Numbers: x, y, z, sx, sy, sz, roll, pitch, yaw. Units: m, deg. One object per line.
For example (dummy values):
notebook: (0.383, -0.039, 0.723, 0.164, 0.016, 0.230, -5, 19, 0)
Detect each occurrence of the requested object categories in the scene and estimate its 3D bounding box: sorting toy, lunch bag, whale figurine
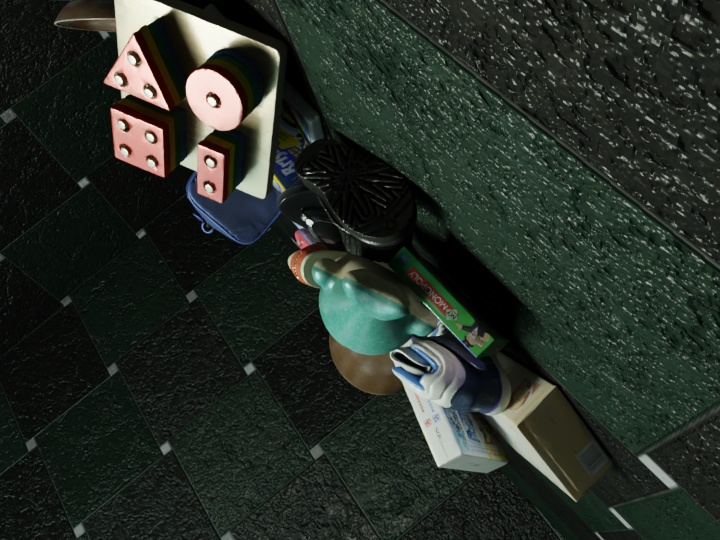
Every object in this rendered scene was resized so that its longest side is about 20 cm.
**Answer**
sorting toy: (-0.192, -0.181, 0.785, 0.198, 0.070, 0.200, 23, 135, 9)
lunch bag: (-0.174, -0.136, 1.079, 0.136, 0.200, 0.132, 43, 178, -16)
whale figurine: (0.009, 0.045, 0.809, 0.158, 0.105, 0.200, 27, 178, 0)

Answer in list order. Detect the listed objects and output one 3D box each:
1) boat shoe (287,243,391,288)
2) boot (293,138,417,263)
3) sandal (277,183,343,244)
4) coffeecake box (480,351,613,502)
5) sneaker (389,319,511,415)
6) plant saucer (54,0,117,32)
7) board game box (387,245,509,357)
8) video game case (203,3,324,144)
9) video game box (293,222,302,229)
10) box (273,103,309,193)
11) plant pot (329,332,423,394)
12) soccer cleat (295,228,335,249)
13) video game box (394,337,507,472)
boat shoe: (0.000, 0.000, 0.960, 0.198, 0.072, 0.062, 5, -174, -28)
boot: (0.018, -0.054, 0.812, 0.211, 0.079, 0.158, 48, 174, 47)
sandal: (-0.021, -0.055, 0.960, 0.199, 0.076, 0.043, 29, -139, -27)
coffeecake box: (0.223, 0.195, 0.966, 0.154, 0.073, 0.200, 50, 173, -22)
sneaker: (0.096, 0.100, 0.911, 0.145, 0.081, 0.201, 20, -158, -27)
plant saucer: (-0.304, -0.341, 0.950, 0.200, 0.198, 0.033, -145, 53, -65)
board game box: (0.107, 0.040, 0.811, 0.135, 0.029, 0.200, 47, -173, 16)
video game case: (-0.118, -0.235, 0.913, 0.200, 0.018, 0.143, 47, 173, 10)
video game box: (-0.135, -0.133, 1.557, 0.182, 0.047, 0.200, 46, 174, -9)
box: (-0.117, -0.173, 0.909, 0.070, 0.064, 0.200, 42, 171, 39)
plant pot: (0.048, 0.087, 1.155, 0.187, 0.187, 0.200, 46, 160, 12)
soccer cleat: (-0.017, -0.007, 1.061, 0.200, 0.076, 0.067, 41, 162, 26)
video game box: (0.134, 0.203, 1.054, 0.200, 0.047, 0.183, 30, -150, -56)
